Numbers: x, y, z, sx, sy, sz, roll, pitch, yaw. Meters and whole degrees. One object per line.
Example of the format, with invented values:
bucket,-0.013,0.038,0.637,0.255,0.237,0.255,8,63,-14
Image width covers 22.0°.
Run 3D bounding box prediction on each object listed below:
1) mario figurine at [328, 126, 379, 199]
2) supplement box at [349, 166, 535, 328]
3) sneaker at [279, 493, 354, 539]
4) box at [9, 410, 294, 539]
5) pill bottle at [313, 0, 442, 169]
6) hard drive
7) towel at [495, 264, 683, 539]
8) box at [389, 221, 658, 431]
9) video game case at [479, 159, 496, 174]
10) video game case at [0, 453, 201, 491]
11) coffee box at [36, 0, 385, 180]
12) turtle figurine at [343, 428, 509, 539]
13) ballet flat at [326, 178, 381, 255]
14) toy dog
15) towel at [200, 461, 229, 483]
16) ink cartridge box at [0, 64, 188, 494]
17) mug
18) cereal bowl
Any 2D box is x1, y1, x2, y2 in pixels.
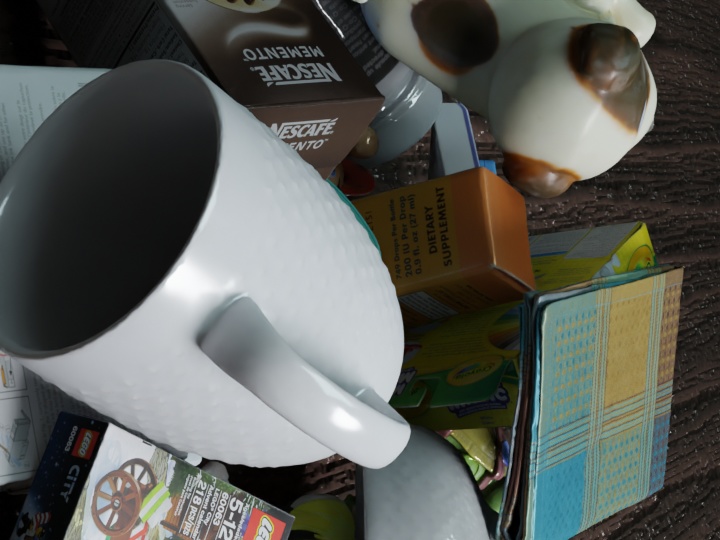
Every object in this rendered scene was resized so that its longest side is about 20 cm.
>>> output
mario figurine,-0.023,-0.117,1.119,0.123,0.106,0.202,-25,119,-34
supplement box,0.000,0.000,1.102,0.069,0.198,0.067,26,53,-57
sneaker,-0.030,0.192,1.016,0.076,0.076,0.200,64,26,-21
box,-0.117,0.184,0.857,0.136,0.037,0.202,33,71,-44
pill bottle,-0.031,-0.168,1.226,0.201,0.113,0.115,56,32,-34
hard drive,0.061,0.006,1.279,0.133,0.025,0.202,-97,-172,-55
towel,0.135,0.075,1.060,0.199,0.021,0.149,-11,108,-58
box,0.087,0.039,1.104,0.200,0.116,0.049,-38,113,-46
video game case,0.079,0.030,1.328,0.200,0.018,0.145,100,-10,-66
video game case,-0.165,0.007,0.932,0.181,0.023,0.202,0,77,-50
coffee box,-0.093,-0.135,1.005,0.112,0.080,0.201,-9,56,-47
turtle figurine,0.008,0.113,1.206,0.143,0.200,0.195,-31,85,-40
ballet flat,-0.074,-0.048,1.066,0.200,0.072,0.068,42,41,2
toy dog,0.098,-0.139,1.107,0.193,0.140,0.200,12,31,-50
towel,-0.099,0.219,0.984,0.191,0.032,0.202,-24,99,-65
ink cartridge box,-0.170,0.004,0.875,0.173,0.043,0.202,-4,81,-50
mug,-0.051,0.023,0.832,0.175,0.148,0.200,38,1,-42
cereal bowl,0.039,0.184,1.039,0.200,0.082,0.203,179,-90,-90
